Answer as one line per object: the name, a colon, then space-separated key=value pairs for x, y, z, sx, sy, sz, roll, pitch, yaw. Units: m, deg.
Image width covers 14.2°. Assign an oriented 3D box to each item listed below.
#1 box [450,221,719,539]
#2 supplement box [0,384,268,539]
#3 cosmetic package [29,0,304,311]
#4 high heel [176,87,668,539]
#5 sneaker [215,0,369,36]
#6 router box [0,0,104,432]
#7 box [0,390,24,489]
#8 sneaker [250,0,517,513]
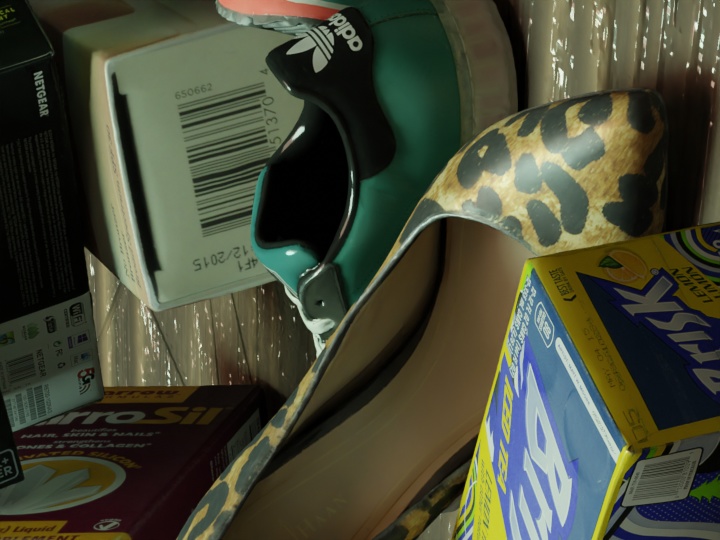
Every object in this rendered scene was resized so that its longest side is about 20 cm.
box: x=0.069 y=0.078 z=0.809 sx=0.200 sy=0.064 sz=0.070 roll=102 pitch=150 yaw=-48
supplement box: x=-0.110 y=0.113 z=1.140 sx=0.200 sy=0.110 sz=0.086 roll=-48 pitch=-45 yaw=-70
cosmetic package: x=-0.080 y=-0.066 z=1.117 sx=0.200 sy=0.087 sz=0.103 roll=-145 pitch=41 yaw=-65
high heel: x=0.014 y=0.037 z=0.805 sx=0.071 sy=0.143 sz=0.200 roll=39 pitch=139 yaw=2
sneaker: x=-0.029 y=-0.141 z=0.992 sx=0.200 sy=0.070 sz=0.093 roll=-135 pitch=57 yaw=-63
router box: x=-0.155 y=-0.055 z=1.114 sx=0.200 sy=0.051 sz=0.149 roll=89 pitch=156 yaw=-50
box: x=-0.188 y=-0.019 z=1.057 sx=0.117 sy=0.060 sz=0.200 roll=45 pitch=150 yaw=53
sneaker: x=0.000 y=0.000 z=0.936 sx=0.071 sy=0.080 sz=0.200 roll=-129 pitch=32 yaw=-50
